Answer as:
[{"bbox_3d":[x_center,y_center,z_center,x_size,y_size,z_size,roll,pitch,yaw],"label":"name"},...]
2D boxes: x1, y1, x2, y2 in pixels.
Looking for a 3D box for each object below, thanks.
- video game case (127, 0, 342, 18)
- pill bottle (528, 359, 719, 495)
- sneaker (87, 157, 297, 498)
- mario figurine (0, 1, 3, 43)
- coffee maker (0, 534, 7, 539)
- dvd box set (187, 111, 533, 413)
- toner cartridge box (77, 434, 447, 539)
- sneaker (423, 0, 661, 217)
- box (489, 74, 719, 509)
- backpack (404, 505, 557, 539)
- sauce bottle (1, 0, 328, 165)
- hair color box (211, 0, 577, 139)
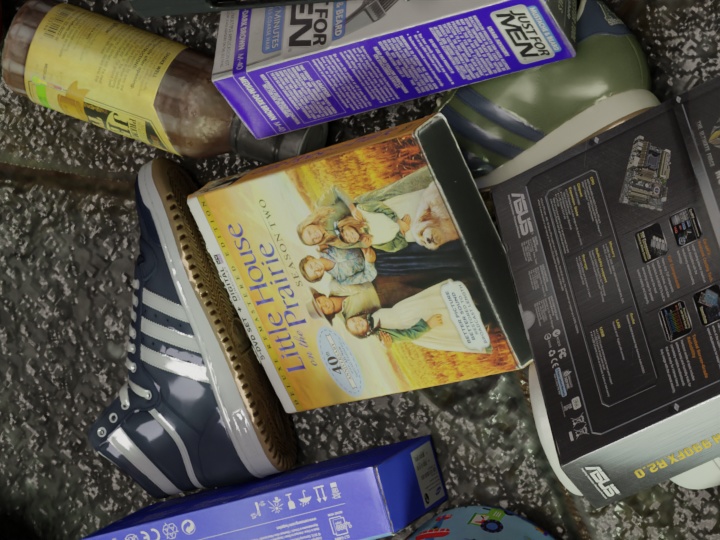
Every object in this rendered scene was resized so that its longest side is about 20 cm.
[{"bbox_3d":[-0.032,-0.239,1.504,0.180,0.026,0.201,-2,64,22],"label":"video game case"},{"bbox_3d":[0.199,0.056,1.453,0.199,0.114,0.115,-17,90,22],"label":"pill bottle"},{"bbox_3d":[-0.122,0.041,1.604,0.108,0.070,0.201,-20,92,21],"label":"sneaker"},{"bbox_3d":[-0.307,-0.142,1.633,0.199,0.106,0.124,-19,124,30],"label":"mario figurine"},{"bbox_3d":[-0.196,0.242,1.619,0.200,0.192,0.135,40,133,-9],"label":"coffee maker"},{"bbox_3d":[0.000,0.000,1.514,0.200,0.029,0.147,-13,105,47],"label":"dvd box set"},{"bbox_3d":[-0.057,0.147,1.577,0.199,0.095,0.043,-16,91,23],"label":"toner cartridge box"},{"bbox_3d":[0.075,-0.086,1.518,0.200,0.067,0.090,-25,73,27],"label":"sneaker"},{"bbox_3d":[0.162,0.006,1.399,0.158,0.048,0.200,-26,47,15],"label":"box"},{"bbox_3d":[0.053,0.244,1.526,0.183,0.134,0.200,43,107,11],"label":"backpack"},{"bbox_3d":[-0.116,-0.104,1.586,0.199,0.065,0.065,21,104,20],"label":"sauce bottle"},{"bbox_3d":[0.020,-0.153,1.499,0.199,0.065,0.110,-13,51,21],"label":"hair color box"}]
